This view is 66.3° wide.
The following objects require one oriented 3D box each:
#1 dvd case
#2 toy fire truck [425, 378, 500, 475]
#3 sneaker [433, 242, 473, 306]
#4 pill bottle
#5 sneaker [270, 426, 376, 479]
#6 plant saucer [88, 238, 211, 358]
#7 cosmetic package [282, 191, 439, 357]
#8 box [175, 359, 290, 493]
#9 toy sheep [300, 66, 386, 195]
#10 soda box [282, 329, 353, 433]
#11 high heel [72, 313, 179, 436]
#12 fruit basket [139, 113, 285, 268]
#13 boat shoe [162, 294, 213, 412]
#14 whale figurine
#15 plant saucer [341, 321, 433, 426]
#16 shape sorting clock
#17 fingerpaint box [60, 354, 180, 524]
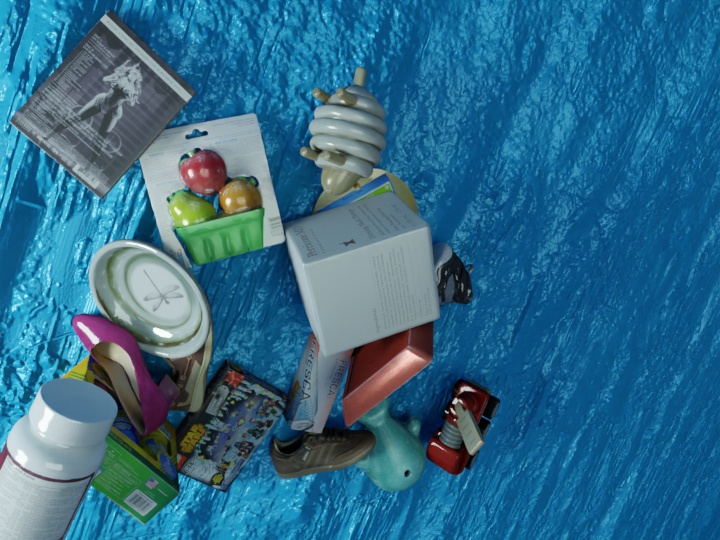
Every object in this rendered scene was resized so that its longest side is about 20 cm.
[{"bbox_3d":[-0.347,-0.224,0.753,0.148,0.016,0.201,42,87,-15],"label":"dvd case"},{"bbox_3d":[0.195,0.320,1.075,0.199,0.127,0.179,8,105,-61],"label":"toy fire truck"},{"bbox_3d":[0.146,0.057,1.049,0.113,0.075,0.202,28,91,-26],"label":"sneaker"},{"bbox_3d":[-0.375,0.239,0.659,0.108,0.109,0.202,24,98,-28],"label":"pill bottle"},{"bbox_3d":[-0.071,0.322,1.016,0.197,0.071,0.077,-18,108,-1],"label":"sneaker"},{"bbox_3d":[-0.302,0.036,0.816,0.196,0.050,0.203,9,123,13],"label":"plant saucer"},{"bbox_3d":[0.000,0.000,0.879,0.197,0.168,0.169,-17,120,-11],"label":"cosmetic package"},{"bbox_3d":[-0.235,0.274,0.963,0.136,0.040,0.201,36,89,-28],"label":"box"},{"bbox_3d":[-0.020,-0.217,0.860,0.136,0.138,0.204,14,95,-27],"label":"toy sheep"},{"bbox_3d":[-0.074,0.186,0.997,0.067,0.063,0.203,17,98,-28],"label":"soda box"},{"bbox_3d":[-0.359,0.150,0.812,0.199,0.096,0.067,41,114,-9],"label":"high heel"},{"bbox_3d":[-0.223,-0.118,0.834,0.182,0.094,0.204,-17,97,-18],"label":"fruit basket"},{"bbox_3d":[-0.281,0.135,0.883,0.071,0.072,0.203,4,110,-27],"label":"boat shoe"},{"bbox_3d":[0.059,0.344,1.084,0.157,0.104,0.203,-27,113,-14],"label":"whale figurine"},{"bbox_3d":[0.041,0.135,0.928,0.037,0.201,0.199,39,117,-14],"label":"plant saucer"},{"bbox_3d":[0.008,-0.079,0.964,0.196,0.039,0.203,-8,117,-15],"label":"shape sorting clock"},{"bbox_3d":[-0.363,0.246,0.823,0.073,0.167,0.201,-38,117,-5],"label":"fingerpaint box"}]
